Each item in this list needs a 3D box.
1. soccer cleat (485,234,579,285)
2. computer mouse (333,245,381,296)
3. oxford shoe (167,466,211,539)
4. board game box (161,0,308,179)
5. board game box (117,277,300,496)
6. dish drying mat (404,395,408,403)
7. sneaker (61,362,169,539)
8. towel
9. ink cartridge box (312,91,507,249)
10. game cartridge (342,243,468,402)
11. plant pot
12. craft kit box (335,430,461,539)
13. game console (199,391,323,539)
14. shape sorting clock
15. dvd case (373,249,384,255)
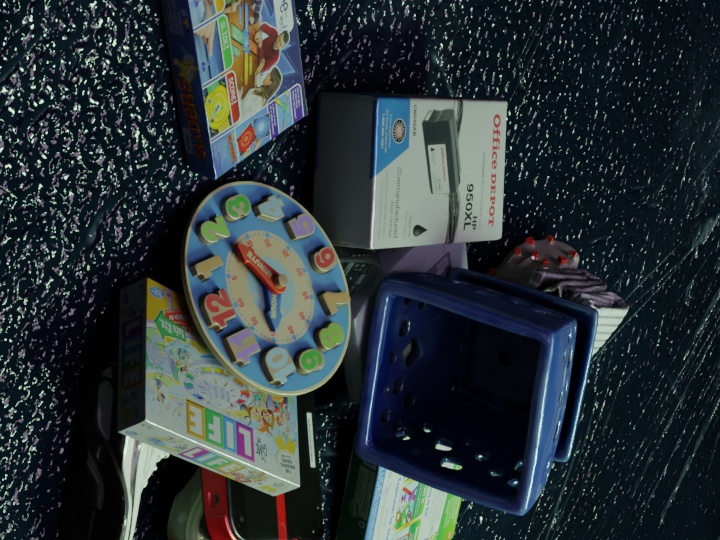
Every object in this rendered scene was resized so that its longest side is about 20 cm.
[{"bbox_3d":[0.184,0.019,2.004,0.200,0.069,0.078,-28,143,-45],"label":"soccer cleat"},{"bbox_3d":[-0.059,-0.005,1.643,0.199,0.034,0.059,3,134,-44],"label":"computer mouse"},{"bbox_3d":[-0.128,0.196,1.641,0.075,0.057,0.200,55,42,-26],"label":"oxford shoe"},{"bbox_3d":[-0.108,-0.198,1.488,0.135,0.034,0.201,-39,135,-41],"label":"board game box"},{"bbox_3d":[-0.130,0.105,1.506,0.200,0.034,0.135,30,47,-45],"label":"board game box"},{"bbox_3d":[0.106,0.136,1.983,0.199,0.018,0.077,-15,117,-52],"label":"dish drying mat"},{"bbox_3d":[-0.192,0.177,1.514,0.115,0.075,0.202,-3,106,-53],"label":"sneaker"},{"bbox_3d":[0.211,0.078,1.961,0.166,0.086,0.200,-51,162,14],"label":"towel"},{"bbox_3d":[0.051,-0.100,1.686,0.199,0.084,0.146,-5,100,-47],"label":"ink cartridge box"},{"bbox_3d":[0.045,0.030,1.798,0.200,0.041,0.134,-42,142,-38],"label":"game cartridge"},{"bbox_3d":[0.129,0.108,1.759,0.180,0.199,0.201,-21,124,-59],"label":"plant pot"},{"bbox_3d":[0.052,0.243,1.915,0.197,0.048,0.201,-19,128,-48],"label":"craft kit box"},{"bbox_3d":[-0.095,0.162,1.631,0.177,0.031,0.202,11,73,-61],"label":"game console"},{"bbox_3d":[-0.081,0.014,1.544,0.199,0.039,0.201,17,63,-37],"label":"shape sorting clock"},{"bbox_3d":[0.000,0.000,1.762,0.200,0.016,0.150,5,103,-57],"label":"dvd case"}]
